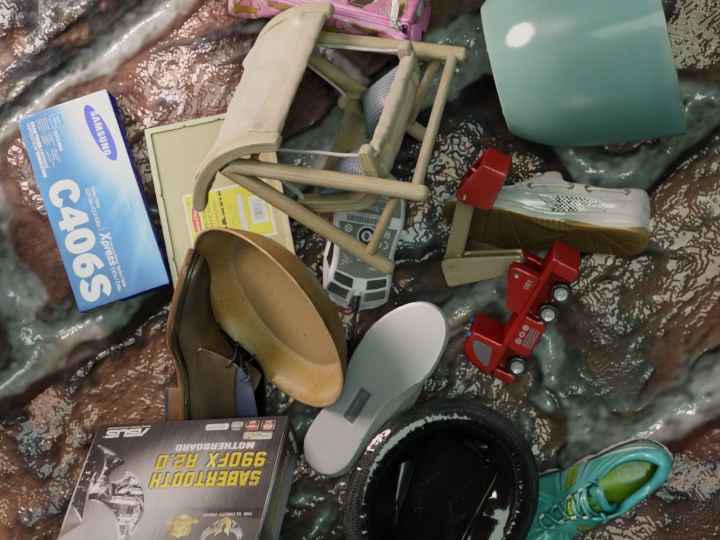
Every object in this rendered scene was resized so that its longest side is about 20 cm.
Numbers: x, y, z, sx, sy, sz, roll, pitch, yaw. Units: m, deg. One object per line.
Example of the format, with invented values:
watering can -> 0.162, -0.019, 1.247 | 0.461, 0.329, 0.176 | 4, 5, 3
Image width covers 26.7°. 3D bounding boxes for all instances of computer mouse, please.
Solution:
computer mouse -> 0.000, 0.000, 1.484 | 0.109, 0.044, 0.201 | 10, 89, -9

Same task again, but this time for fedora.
fedora -> 0.070, 0.212, 1.449 | 0.200, 0.092, 0.201 | -1, 98, -8

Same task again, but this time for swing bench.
swing bench -> -0.029, -0.132, 1.392 | 0.200, 0.130, 0.199 | 20, 50, -4

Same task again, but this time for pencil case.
pencil case -> -0.032, -0.262, 1.465 | 0.200, 0.087, 0.083 | 15, 68, 3

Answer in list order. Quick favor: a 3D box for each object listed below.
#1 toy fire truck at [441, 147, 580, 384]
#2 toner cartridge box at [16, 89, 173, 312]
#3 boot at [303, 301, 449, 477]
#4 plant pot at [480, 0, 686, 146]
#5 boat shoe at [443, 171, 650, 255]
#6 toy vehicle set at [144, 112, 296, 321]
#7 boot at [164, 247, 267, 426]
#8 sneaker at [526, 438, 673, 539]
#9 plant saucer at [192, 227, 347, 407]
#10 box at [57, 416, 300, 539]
toy fire truck -> 0.130, 0.000, 1.440 | 0.141, 0.049, 0.200 | 27, 117, -1
toner cartridge box -> -0.259, -0.067, 1.487 | 0.095, 0.043, 0.200 | -19, 89, -1
boot -> 0.026, 0.109, 1.443 | 0.074, 0.096, 0.200 | 44, 107, 17
plant pot -> 0.203, -0.207, 1.418 | 0.161, 0.201, 0.201 | -13, 89, 10
boat shoe -> 0.183, -0.062, 1.478 | 0.199, 0.071, 0.069 | 8, 63, 8
toy vehicle set -> -0.133, -0.053, 1.494 | 0.124, 0.027, 0.201 | -10, 89, 0
boot -> -0.132, 0.071, 1.441 | 0.097, 0.075, 0.200 | 9, 123, 5
sneaker -> 0.210, 0.220, 1.462 | 0.200, 0.080, 0.078 | -31, 89, 1
plant saucer -> -0.076, 0.036, 1.400 | 0.035, 0.200, 0.200 | -38, 89, -27
box -> -0.168, 0.212, 1.409 | 0.200, 0.159, 0.048 | -4, 132, 17
